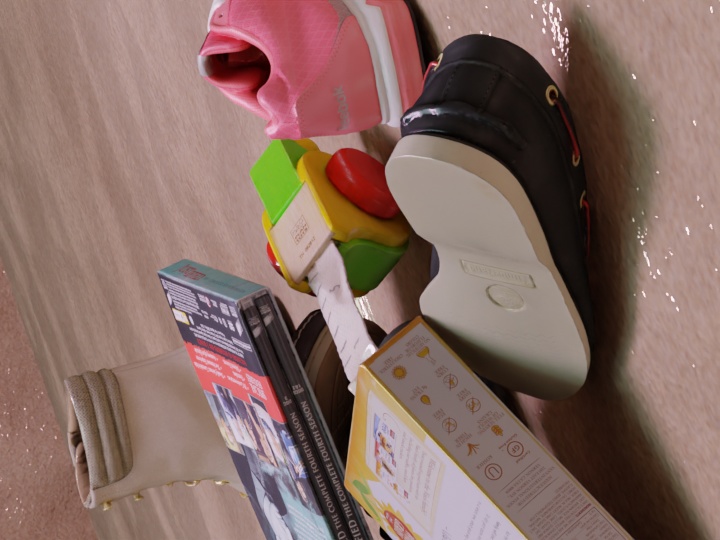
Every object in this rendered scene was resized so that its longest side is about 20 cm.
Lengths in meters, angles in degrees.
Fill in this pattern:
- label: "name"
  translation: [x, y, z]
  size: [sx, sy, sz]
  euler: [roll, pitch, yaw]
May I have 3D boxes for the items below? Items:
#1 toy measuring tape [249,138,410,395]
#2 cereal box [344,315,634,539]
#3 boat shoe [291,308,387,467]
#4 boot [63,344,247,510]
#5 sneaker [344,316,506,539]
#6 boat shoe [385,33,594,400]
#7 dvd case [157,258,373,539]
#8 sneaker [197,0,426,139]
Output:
- label: "toy measuring tape"
  translation: [0.000, 0.000, 1.143]
  size: [0.200, 0.073, 0.074]
  euler: [-116, 13, -50]
- label: "cereal box"
  translation: [0.073, 0.125, 1.008]
  size: [0.200, 0.039, 0.144]
  euler: [46, 160, 16]
- label: "boat shoe"
  translation: [-0.019, 0.066, 1.247]
  size: [0.065, 0.072, 0.200]
  euler: [26, 167, 17]
- label: "boot"
  translation: [-0.107, 0.125, 1.578]
  size: [0.072, 0.154, 0.201]
  euler: [-127, 22, -50]
- label: "sneaker"
  translation: [0.047, 0.126, 1.157]
  size: [0.114, 0.076, 0.201]
  euler: [130, 122, -77]
- label: "boat shoe"
  translation: [0.059, -0.013, 0.943]
  size: [0.073, 0.063, 0.202]
  euler: [15, 154, 21]
- label: "dvd case"
  translation: [-0.037, 0.094, 1.195]
  size: [0.201, 0.022, 0.146]
  euler: [69, 164, -12]
- label: "sneaker"
  translation: [-0.042, -0.120, 1.115]
  size: [0.200, 0.086, 0.074]
  euler: [-128, 23, -53]
